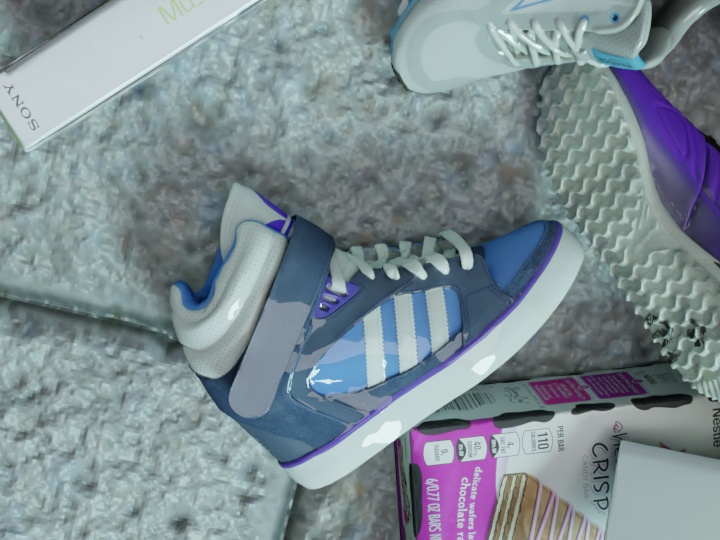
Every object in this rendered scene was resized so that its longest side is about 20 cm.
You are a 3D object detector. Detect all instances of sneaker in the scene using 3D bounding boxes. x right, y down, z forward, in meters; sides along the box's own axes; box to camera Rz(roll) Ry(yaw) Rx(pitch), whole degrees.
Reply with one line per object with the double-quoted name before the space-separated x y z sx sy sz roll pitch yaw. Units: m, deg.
"sneaker" 0.169 -0.035 0.750 0.099 0.070 0.202 -18 74 -34
"sneaker" 0.000 0.000 0.740 0.199 0.081 0.147 -38 103 1
"sneaker" 0.103 -0.125 0.695 0.198 0.088 0.075 -24 144 22

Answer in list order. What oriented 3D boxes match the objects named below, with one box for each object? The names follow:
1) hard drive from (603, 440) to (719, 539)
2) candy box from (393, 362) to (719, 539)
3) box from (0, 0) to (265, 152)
"hard drive" 0.213 0.167 0.704 0.197 0.025 0.134 11 68 10
"candy box" 0.121 0.129 0.793 0.197 0.061 0.138 -7 105 -7
"box" -0.086 -0.113 0.642 0.143 0.200 0.037 -33 101 1
